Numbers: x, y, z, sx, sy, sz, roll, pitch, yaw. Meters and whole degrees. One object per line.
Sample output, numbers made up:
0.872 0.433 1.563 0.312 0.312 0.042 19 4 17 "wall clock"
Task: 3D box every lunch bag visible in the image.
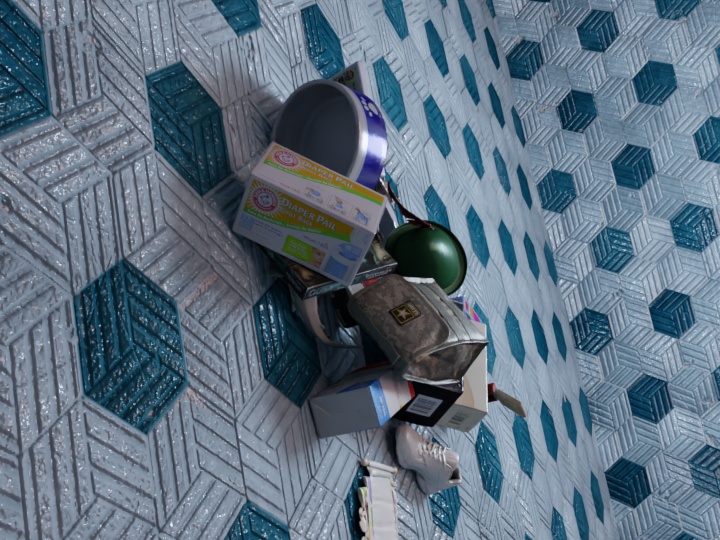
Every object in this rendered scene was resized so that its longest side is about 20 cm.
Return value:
0.089 0.097 1.207 0.198 0.119 0.164 5 36 -49 "lunch bag"

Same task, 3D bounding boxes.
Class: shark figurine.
-0.069 0.039 1.170 0.128 0.088 0.219 -22 94 -63 "shark figurine"

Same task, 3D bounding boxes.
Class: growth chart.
0.031 0.419 1.234 0.144 0.017 0.204 41 41 -49 "growth chart"

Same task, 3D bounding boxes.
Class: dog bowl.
-0.054 -0.202 1.190 0.078 0.198 0.204 3 73 -51 "dog bowl"

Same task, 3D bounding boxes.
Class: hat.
0.135 -0.055 1.328 0.196 0.176 0.169 -8 68 -20 "hat"

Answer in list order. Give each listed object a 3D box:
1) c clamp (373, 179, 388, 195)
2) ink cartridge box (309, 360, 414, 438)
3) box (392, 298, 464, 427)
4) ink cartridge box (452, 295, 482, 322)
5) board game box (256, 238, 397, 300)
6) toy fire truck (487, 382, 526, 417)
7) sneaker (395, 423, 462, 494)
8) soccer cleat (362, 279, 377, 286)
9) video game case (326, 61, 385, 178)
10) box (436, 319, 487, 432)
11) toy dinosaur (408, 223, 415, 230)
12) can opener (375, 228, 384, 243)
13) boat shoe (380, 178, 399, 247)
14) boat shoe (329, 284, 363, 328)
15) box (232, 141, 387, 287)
0.000 -0.158 1.344 0.171 0.200 0.027 45 74 -5 "c clamp"
0.014 0.204 1.206 0.199 0.114 0.069 -19 92 -64 "ink cartridge box"
0.123 0.168 1.387 0.102 0.149 0.203 15 49 -11 "box"
0.239 0.185 1.729 0.137 0.075 0.203 47 38 -44 "ink cartridge box"
-0.051 -0.029 1.151 0.198 0.028 0.136 -16 54 -43 "board game box"
0.243 0.251 1.551 0.177 0.197 0.130 51 33 -39 "toy fire truck"
0.135 0.351 1.390 0.201 0.098 0.079 53 33 -38 "sneaker"
0.000 0.000 1.343 0.201 0.072 0.069 57 30 -31 "soccer cleat"
-0.047 -0.226 1.253 0.022 0.180 0.204 3 72 -49 "video game case"
0.198 0.202 1.437 0.076 0.096 0.203 16 49 -11 "box"
0.066 -0.003 1.475 0.061 0.104 0.203 -97 -159 -53 "toy dinosaur"
0.002 -0.097 1.319 0.201 0.077 0.064 85 -3 -57 "can opener"
0.042 -0.135 1.508 0.068 0.073 0.202 -25 90 -49 "boat shoe"
-0.043 0.009 1.264 0.202 0.059 0.074 62 21 -18 "boat shoe"
-0.075 -0.084 1.082 0.197 0.113 0.102 25 38 -3 "box"
